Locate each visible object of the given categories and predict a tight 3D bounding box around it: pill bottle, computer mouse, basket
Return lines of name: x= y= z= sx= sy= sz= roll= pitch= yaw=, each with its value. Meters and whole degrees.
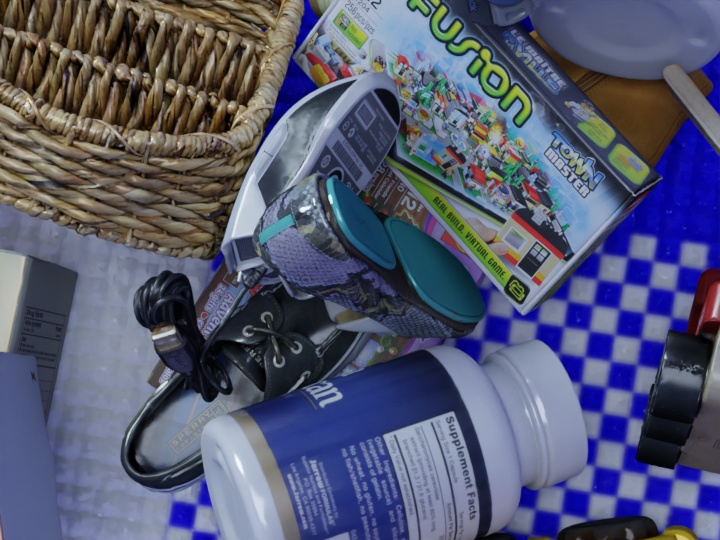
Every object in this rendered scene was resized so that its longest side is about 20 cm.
pill bottle: x=0.021 y=0.106 z=1.150 sx=0.199 sy=0.111 sz=0.112 roll=-17 pitch=83 yaw=-16
computer mouse: x=-0.050 y=-0.029 z=1.123 sx=0.044 sy=0.110 sz=0.200 roll=31 pitch=79 yaw=29
basket: x=-0.146 y=-0.111 z=1.143 sx=0.199 sy=0.143 sz=0.150 roll=20 pitch=107 yaw=-4
pill bottle: x=0.165 y=-0.220 z=1.168 sx=0.113 sy=0.114 sz=0.201 roll=9 pitch=64 yaw=7

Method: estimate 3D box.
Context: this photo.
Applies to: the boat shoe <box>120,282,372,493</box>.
boat shoe: x=-0.059 y=0.054 z=1.184 sx=0.200 sy=0.057 sz=0.069 roll=-45 pitch=81 yaw=2

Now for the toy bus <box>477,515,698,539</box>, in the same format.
toy bus: x=0.100 y=0.209 z=1.127 sx=0.199 sy=0.192 sz=0.136 roll=-9 pitch=83 yaw=4

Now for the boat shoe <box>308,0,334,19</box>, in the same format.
boat shoe: x=0.043 y=-0.227 z=1.217 sx=0.063 sy=0.073 sz=0.201 roll=25 pitch=87 yaw=45

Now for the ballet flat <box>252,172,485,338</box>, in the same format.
ballet flat: x=0.000 y=0.000 z=1.125 sx=0.072 sy=0.200 sz=0.072 roll=-8 pitch=71 yaw=25

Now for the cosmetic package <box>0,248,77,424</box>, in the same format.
cosmetic package: x=-0.232 y=0.087 z=1.220 sx=0.071 sy=0.105 sz=0.201 roll=10 pitch=85 yaw=9

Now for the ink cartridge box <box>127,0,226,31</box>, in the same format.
ink cartridge box: x=-0.175 y=-0.133 z=1.232 sx=0.199 sy=0.050 sz=0.163 roll=-16 pitch=105 yaw=2

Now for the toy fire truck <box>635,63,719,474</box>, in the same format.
toy fire truck: x=0.207 y=0.005 z=1.146 sx=0.128 sy=0.176 sz=0.201 roll=13 pitch=74 yaw=8

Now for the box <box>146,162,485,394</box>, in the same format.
box: x=-0.017 y=0.020 z=1.231 sx=0.137 sy=0.039 sz=0.201 roll=32 pitch=90 yaw=7

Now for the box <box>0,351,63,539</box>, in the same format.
box: x=-0.275 y=0.122 z=1.123 sx=0.199 sy=0.097 sz=0.125 roll=-12 pitch=82 yaw=9

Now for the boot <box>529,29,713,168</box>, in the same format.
boot: x=0.095 y=-0.119 z=1.224 sx=0.201 sy=0.071 sz=0.144 roll=37 pitch=78 yaw=15

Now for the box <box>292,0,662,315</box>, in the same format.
box: x=0.061 y=-0.085 z=1.142 sx=0.200 sy=0.035 sz=0.110 roll=48 pitch=129 yaw=10

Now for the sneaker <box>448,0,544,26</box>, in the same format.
sneaker: x=0.106 y=-0.216 z=1.080 sx=0.200 sy=0.075 sz=0.087 roll=-38 pitch=39 yaw=-8
